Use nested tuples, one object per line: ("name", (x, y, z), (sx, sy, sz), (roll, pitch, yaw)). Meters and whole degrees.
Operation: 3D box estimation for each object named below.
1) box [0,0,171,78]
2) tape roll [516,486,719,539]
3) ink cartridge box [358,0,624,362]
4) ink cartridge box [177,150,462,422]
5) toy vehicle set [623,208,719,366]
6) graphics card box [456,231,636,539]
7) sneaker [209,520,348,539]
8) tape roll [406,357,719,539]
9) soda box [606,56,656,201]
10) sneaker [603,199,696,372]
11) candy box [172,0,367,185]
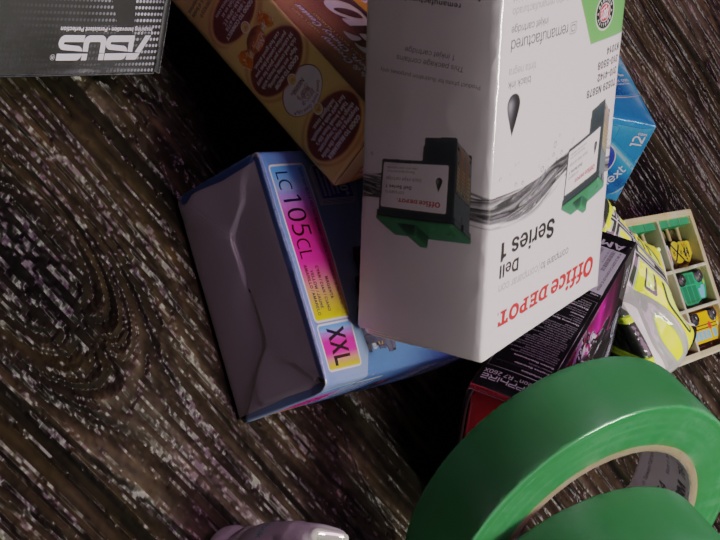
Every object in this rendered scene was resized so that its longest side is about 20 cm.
("box", (-0.165, -0.190, 0.673), (0.199, 0.047, 0.194), (-10, 117, -52))
("tape roll", (0.127, 0.214, 0.795), (0.200, 0.201, 0.048), (21, 20, -43))
("ink cartridge box", (0.072, -0.070, 0.756), (0.146, 0.084, 0.201), (-27, 124, -50))
("ink cartridge box", (0.000, 0.000, 0.838), (0.199, 0.076, 0.137), (-9, 80, -52))
("toy vehicle set", (0.233, 0.020, 1.137), (0.199, 0.026, 0.125), (-11, 81, -51))
("graphics card box", (0.119, 0.072, 0.911), (0.200, 0.051, 0.126), (-51, 153, -49))
("sneaker", (-0.012, 0.220, 0.717), (0.070, 0.080, 0.201), (-31, 99, -53))
("tape roll", (0.122, 0.144, 0.815), (0.200, 0.201, 0.048), (20, 22, -43))
("soda box", (0.142, -0.140, 1.004), (0.064, 0.068, 0.201), (8, 39, -19))
("sneaker", (0.175, -0.010, 1.029), (0.076, 0.075, 0.201), (-26, 90, -36))
("candy box", (-0.032, -0.146, 0.822), (0.200, 0.055, 0.115), (50, 35, 15))
